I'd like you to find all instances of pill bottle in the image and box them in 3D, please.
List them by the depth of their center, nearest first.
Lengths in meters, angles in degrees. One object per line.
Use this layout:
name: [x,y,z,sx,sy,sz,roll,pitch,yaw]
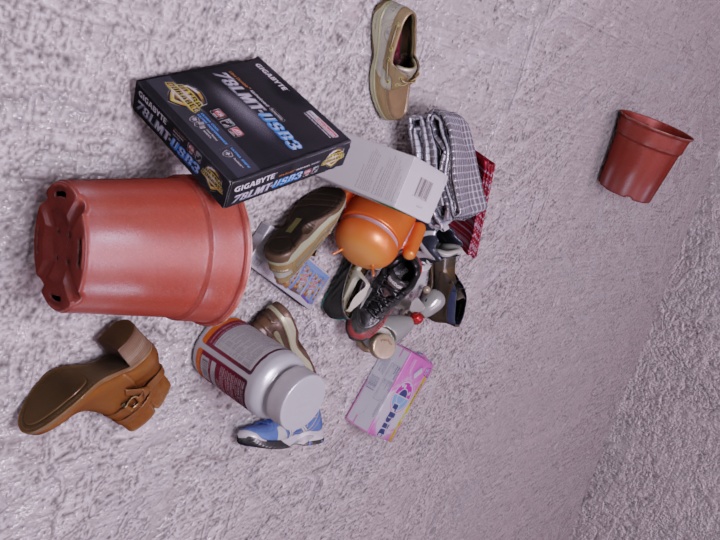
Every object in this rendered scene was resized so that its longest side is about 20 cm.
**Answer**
pill bottle: [-0.154,0.156,1.180,0.109,0.200,0.110,-30,133,-38]

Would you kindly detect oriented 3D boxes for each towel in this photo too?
towel: [0.156,-0.180,1.369,0.166,0.085,0.200,-23,101,-69]
towel: [0.203,-0.141,1.509,0.022,0.145,0.200,-3,117,-21]

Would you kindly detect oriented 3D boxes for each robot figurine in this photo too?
robot figurine: [0.029,-0.087,1.318,0.144,0.116,0.200,50,56,-36]

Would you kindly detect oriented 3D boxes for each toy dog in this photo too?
toy dog: [0.064,0.085,1.507,0.200,0.132,0.096,-43,109,-38]

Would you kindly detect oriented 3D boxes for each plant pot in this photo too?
plant pot: [-0.267,-0.028,0.931,0.195,0.201,0.201,0,112,-44]
plant pot: [0.738,-0.296,2.052,0.201,0.201,0.196,-9,127,-49]

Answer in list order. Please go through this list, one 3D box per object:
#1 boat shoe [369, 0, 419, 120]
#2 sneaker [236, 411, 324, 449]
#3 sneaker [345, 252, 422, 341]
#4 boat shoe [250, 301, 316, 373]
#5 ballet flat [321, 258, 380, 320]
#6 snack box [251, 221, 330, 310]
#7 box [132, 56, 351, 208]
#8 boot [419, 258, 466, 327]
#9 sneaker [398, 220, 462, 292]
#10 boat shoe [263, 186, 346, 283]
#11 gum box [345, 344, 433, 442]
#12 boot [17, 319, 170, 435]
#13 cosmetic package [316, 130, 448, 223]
boat shoe: [0.060,-0.331,1.258,0.074,0.066,0.200,-36,137,-33]
sneaker: [-0.145,0.278,1.397,0.200,0.076,0.077,5,85,-53]
sneaker: [0.043,0.043,1.415,0.201,0.071,0.098,-50,177,-9]
boat shoe: [-0.136,0.146,1.317,0.075,0.075,0.203,-36,127,-23]
ballet flat: [0.000,0.000,1.391,0.068,0.068,0.200,15,99,-53]
snack box: [-0.119,-0.004,1.275,0.072,0.024,0.200,-59,145,-9]
box: [-0.147,-0.183,0.977,0.198,0.200,0.050,-26,153,-39]
boot: [0.194,0.020,1.625,0.075,0.097,0.200,-4,115,-51]
sneaker: [0.137,-0.025,1.495,0.079,0.129,0.199,-27,131,-38]
boat shoe: [-0.085,-0.056,1.232,0.200,0.072,0.076,-48,144,-38]
gum box: [0.066,0.250,1.635,0.200,0.066,0.113,-61,144,-5]
boot: [-0.350,0.179,1.060,0.200,0.074,0.155,-42,144,-23]
cosmetic package: [0.021,-0.153,1.207,0.108,0.200,0.085,18,96,-52]
